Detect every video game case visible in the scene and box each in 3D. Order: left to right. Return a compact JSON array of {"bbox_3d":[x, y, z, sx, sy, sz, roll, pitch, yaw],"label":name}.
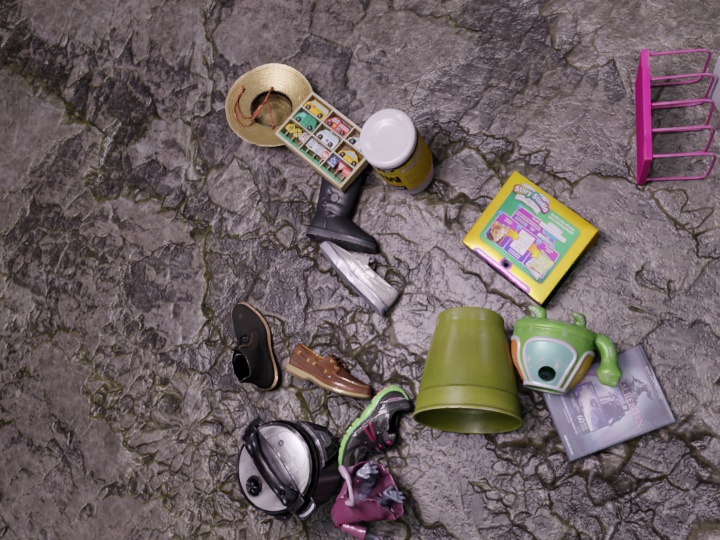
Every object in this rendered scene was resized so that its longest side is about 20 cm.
[{"bbox_3d":[0.440,0.238,1.325,0.197,0.019,0.146,-25,71,15],"label":"video game case"}]

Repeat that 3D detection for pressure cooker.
[{"bbox_3d":[-0.139,0.377,1.411,0.172,0.200,0.184,3,79,22],"label":"pressure cooker"}]

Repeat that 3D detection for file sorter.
[{"bbox_3d":[0.563,-0.274,1.325,0.122,0.139,0.206,0,78,17],"label":"file sorter"}]

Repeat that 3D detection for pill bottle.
[{"bbox_3d":[0.079,-0.227,1.458,0.111,0.200,0.117,-4,76,18],"label":"pill bottle"}]

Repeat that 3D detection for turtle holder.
[{"bbox_3d":[0.357,0.151,1.315,0.181,0.141,0.135,16,76,-9],"label":"turtle holder"}]

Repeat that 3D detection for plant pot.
[{"bbox_3d":[0.197,0.177,1.347,0.195,0.201,0.198,-3,66,19],"label":"plant pot"}]

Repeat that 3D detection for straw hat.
[{"bbox_3d":[-0.196,-0.353,1.646,0.195,0.085,0.207,0,78,2],"label":"straw hat"}]

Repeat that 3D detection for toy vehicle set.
[{"bbox_3d":[-0.070,-0.272,1.553,0.199,0.027,0.125,39,83,18],"label":"toy vehicle set"}]

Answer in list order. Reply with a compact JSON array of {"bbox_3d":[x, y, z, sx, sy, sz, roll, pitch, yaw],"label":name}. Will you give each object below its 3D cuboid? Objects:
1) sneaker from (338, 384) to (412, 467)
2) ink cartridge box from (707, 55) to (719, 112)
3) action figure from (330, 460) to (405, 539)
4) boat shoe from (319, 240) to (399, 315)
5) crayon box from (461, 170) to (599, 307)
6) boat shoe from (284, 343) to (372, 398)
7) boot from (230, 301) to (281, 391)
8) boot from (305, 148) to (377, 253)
[{"bbox_3d":[0.027,0.318,1.429,0.083,0.077,0.202,37,94,27],"label":"sneaker"},{"bbox_3d":[0.718,-0.297,1.264,0.143,0.145,0.203,-28,71,8],"label":"ink cartridge box"},{"bbox_3d":[-0.008,0.447,1.376,0.200,0.146,0.136,-47,53,40],"label":"action figure"},{"bbox_3d":[0.000,0.000,1.515,0.070,0.071,0.200,-42,67,-10],"label":"boat shoe"},{"bbox_3d":[0.322,-0.060,1.410,0.199,0.058,0.174,40,93,22],"label":"crayon box"},{"bbox_3d":[-0.062,0.203,1.489,0.196,0.072,0.069,18,87,25],"label":"boat shoe"},{"bbox_3d":[-0.238,0.147,1.530,0.077,0.138,0.202,-34,68,10],"label":"boot"},{"bbox_3d":[-0.015,-0.151,1.557,0.161,0.066,0.204,15,77,15],"label":"boot"}]
